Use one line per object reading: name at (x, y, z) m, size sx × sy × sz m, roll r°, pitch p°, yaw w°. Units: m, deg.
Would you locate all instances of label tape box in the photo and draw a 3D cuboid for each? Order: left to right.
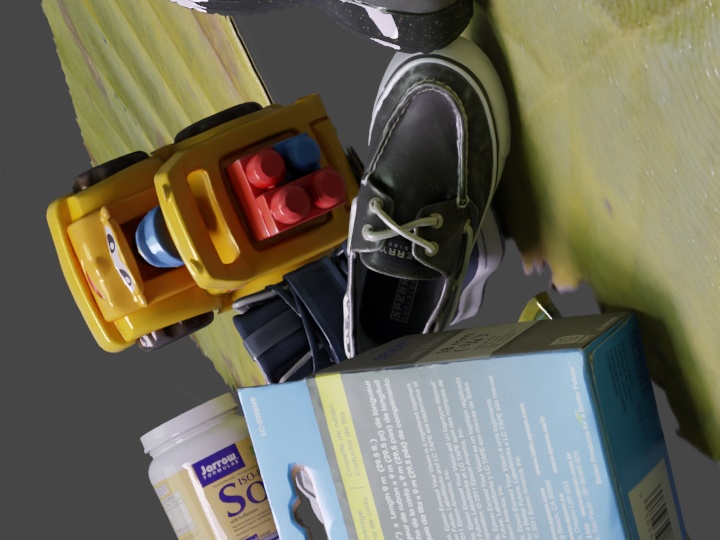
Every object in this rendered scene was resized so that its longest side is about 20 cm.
label tape box at (0.052, 0.104, 0.959) m, size 0.198 × 0.063 × 0.146 m, roll -7°, pitch 104°, yaw 33°

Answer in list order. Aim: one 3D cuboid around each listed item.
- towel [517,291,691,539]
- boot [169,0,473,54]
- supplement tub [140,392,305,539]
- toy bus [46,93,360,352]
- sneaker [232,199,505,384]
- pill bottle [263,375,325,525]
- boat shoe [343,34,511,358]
towel at (0.135, 0.109, 1.028) m, size 0.201 × 0.018 × 0.086 m, roll 61°, pitch 168°, yaw 17°
boot at (-0.036, -0.184, 0.918) m, size 0.198 × 0.068 × 0.131 m, roll 15°, pitch 142°, yaw 23°
supplement tub at (-0.164, 0.262, 2.310) m, size 0.201 × 0.144 × 0.145 m, roll 63°, pitch 168°, yaw 4°
toy bus at (-0.091, -0.036, 1.304) m, size 0.137 × 0.199 × 0.192 m, roll 67°, pitch 160°, yaw -3°
sneaker at (0.001, 0.002, 1.088) m, size 0.077 × 0.145 × 0.203 m, roll 60°, pitch 166°, yaw 24°
pill bottle at (-0.003, 0.099, 1.363) m, size 0.116 × 0.115 × 0.201 m, roll 56°, pitch 165°, yaw 35°
boat shoe at (0.030, -0.022, 0.978) m, size 0.064 × 0.070 × 0.202 m, roll -63°, pitch -16°, yaw -51°
